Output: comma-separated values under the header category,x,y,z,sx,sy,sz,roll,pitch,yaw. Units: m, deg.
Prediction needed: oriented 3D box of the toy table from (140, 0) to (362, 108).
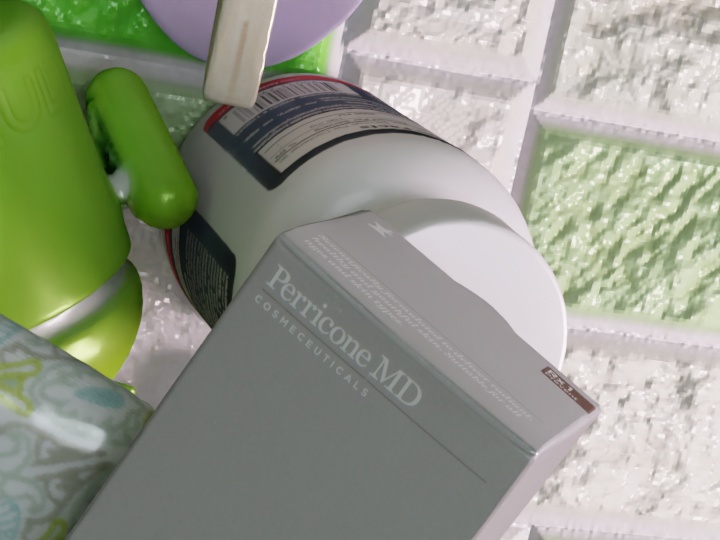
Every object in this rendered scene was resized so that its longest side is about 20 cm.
category,x,y,z,sx,sy,sz,roll,pitch,yaw
toy table,-0.030,-0.160,0.739,0.182,0.117,0.202,0,111,-4

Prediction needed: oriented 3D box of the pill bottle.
category,x,y,z,sx,sy,sz,roll,pitch,yaw
pill bottle,0.000,0.000,0.770,0.119,0.200,0.121,-5,108,-17

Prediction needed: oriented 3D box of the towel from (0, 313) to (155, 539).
category,x,y,z,sx,sy,sz,roll,pitch,yaw
towel,-0.187,0.084,0.684,0.170,0.048,0.201,29,110,-8

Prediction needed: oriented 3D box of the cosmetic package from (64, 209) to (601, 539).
category,x,y,z,sx,sy,sz,roll,pitch,yaw
cosmetic package,-0.027,0.091,0.635,0.107,0.090,0.201,38,110,12

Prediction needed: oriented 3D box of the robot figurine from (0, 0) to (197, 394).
category,x,y,z,sx,sy,sz,roll,pitch,yaw
robot figurine,-0.153,-0.023,0.758,0.174,0.116,0.201,-22,112,-10
